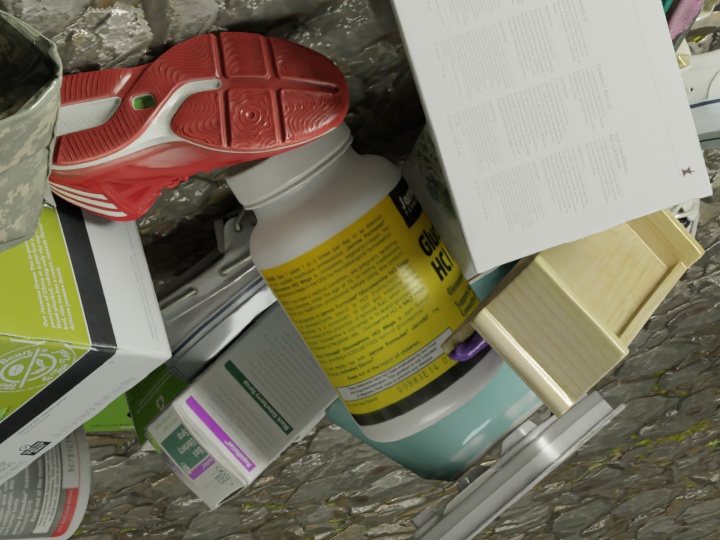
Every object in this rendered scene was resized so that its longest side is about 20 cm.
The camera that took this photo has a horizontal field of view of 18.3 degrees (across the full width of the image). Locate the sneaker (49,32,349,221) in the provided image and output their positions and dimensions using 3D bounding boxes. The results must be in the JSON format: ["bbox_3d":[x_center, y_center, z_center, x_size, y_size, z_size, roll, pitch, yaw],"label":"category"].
[{"bbox_3d":[-0.107,-0.086,1.373,0.198,0.079,0.116,-4,163,-3],"label":"sneaker"}]

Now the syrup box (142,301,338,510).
[{"bbox_3d":[-0.054,0.070,1.577,0.200,0.082,0.079,-42,180,-28],"label":"syrup box"}]

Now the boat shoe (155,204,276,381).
[{"bbox_3d":[-0.074,-0.012,1.525,0.200,0.067,0.074,-44,-172,3],"label":"boat shoe"}]

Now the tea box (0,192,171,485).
[{"bbox_3d":[-0.264,0.036,1.418,0.196,0.135,0.200,9,144,-45],"label":"tea box"}]

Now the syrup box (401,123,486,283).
[{"bbox_3d":[0.091,-0.077,1.457,0.081,0.079,0.200,-31,163,-28],"label":"syrup box"}]

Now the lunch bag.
[{"bbox_3d":[-0.262,-0.071,1.220,0.198,0.118,0.164,-5,152,-16],"label":"lunch bag"}]

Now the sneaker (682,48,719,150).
[{"bbox_3d":[0.192,-0.115,1.511,0.198,0.072,0.073,-6,167,26],"label":"sneaker"}]

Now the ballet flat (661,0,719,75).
[{"bbox_3d":[0.190,-0.157,1.425,0.071,0.070,0.200,-11,151,-28],"label":"ballet flat"}]

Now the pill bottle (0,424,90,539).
[{"bbox_3d":[-0.310,0.150,1.647,0.199,0.115,0.114,2,149,-37],"label":"pill bottle"}]

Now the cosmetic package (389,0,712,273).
[{"bbox_3d":[0.107,-0.118,1.307,0.150,0.202,0.052,-17,-163,2],"label":"cosmetic package"}]

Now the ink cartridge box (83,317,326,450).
[{"bbox_3d":[-0.116,0.105,1.734,0.147,0.076,0.200,-1,149,-33],"label":"ink cartridge box"}]

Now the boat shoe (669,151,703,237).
[{"bbox_3d":[0.224,-0.057,1.644,0.070,0.070,0.200,-16,156,-4],"label":"boat shoe"}]

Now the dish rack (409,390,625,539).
[{"bbox_3d":[0.113,0.156,1.710,0.171,0.044,0.200,-42,174,20],"label":"dish rack"}]

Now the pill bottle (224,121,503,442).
[{"bbox_3d":[0.000,0.000,1.440,0.112,0.201,0.113,-31,-168,7],"label":"pill bottle"}]

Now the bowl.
[{"bbox_3d":[0.081,0.085,1.704,0.200,0.105,0.201,-40,174,-5],"label":"bowl"}]

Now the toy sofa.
[{"bbox_3d":[0.137,0.018,1.415,0.098,0.083,0.200,-45,179,30],"label":"toy sofa"}]
